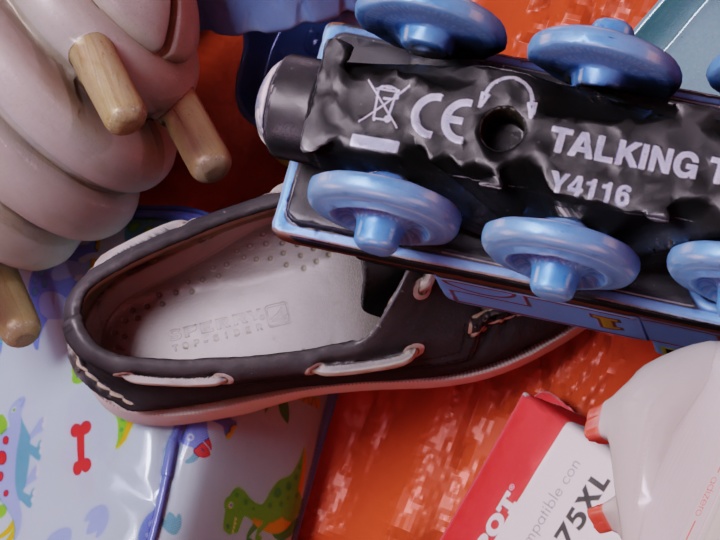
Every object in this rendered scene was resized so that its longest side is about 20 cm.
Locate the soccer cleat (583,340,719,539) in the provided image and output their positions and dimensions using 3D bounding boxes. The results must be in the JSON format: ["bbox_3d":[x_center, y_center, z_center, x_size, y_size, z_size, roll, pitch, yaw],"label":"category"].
[{"bbox_3d":[0.105,0.110,0.798,0.077,0.069,0.201,-18,61,29],"label":"soccer cleat"}]

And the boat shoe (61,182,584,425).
[{"bbox_3d":[0.000,0.000,0.969,0.199,0.060,0.074,-11,74,3],"label":"boat shoe"}]

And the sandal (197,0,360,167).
[{"bbox_3d":[-0.007,-0.141,1.069,0.079,0.087,0.201,7,76,43],"label":"sandal"}]

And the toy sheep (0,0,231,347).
[{"bbox_3d":[-0.116,-0.064,1.014,0.200,0.138,0.138,-37,52,13],"label":"toy sheep"}]

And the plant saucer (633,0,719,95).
[{"bbox_3d":[0.145,-0.020,0.939,0.070,0.019,0.200,-49,48,14],"label":"plant saucer"}]

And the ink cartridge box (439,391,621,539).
[{"bbox_3d":[0.077,0.119,0.904,0.200,0.067,0.117,34,96,42],"label":"ink cartridge box"}]

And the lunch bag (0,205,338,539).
[{"bbox_3d":[-0.099,0.078,1.063,0.160,0.082,0.201,5,75,44],"label":"lunch bag"}]

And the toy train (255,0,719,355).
[{"bbox_3d":[0.069,-0.023,0.877,0.199,0.114,0.087,11,75,14],"label":"toy train"}]
